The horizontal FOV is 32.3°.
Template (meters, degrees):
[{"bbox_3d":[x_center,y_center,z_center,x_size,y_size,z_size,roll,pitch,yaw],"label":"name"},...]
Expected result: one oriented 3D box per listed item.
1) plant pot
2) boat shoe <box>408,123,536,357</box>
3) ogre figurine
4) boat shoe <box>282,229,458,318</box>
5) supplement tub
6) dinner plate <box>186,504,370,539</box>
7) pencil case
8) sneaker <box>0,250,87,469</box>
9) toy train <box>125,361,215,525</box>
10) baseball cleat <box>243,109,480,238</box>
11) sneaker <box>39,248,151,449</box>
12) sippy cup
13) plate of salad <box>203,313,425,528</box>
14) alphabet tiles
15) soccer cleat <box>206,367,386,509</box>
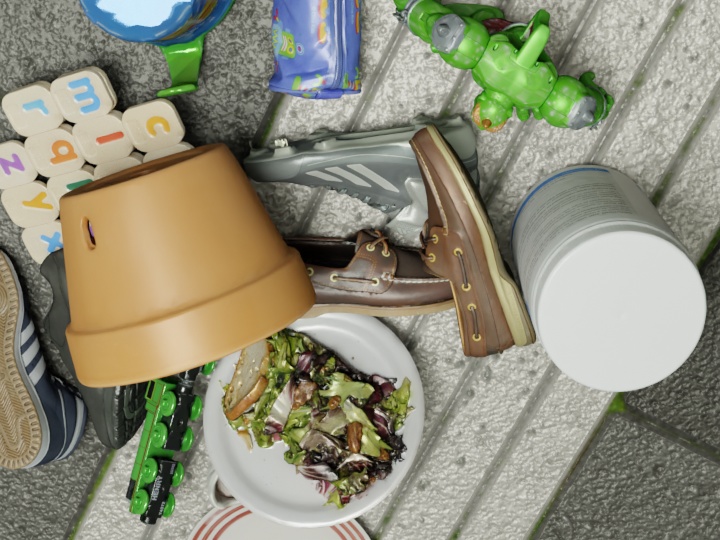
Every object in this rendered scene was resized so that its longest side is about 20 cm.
[{"bbox_3d":[-0.147,-0.013,0.972,0.198,0.200,0.141,-16,102,7],"label":"plant pot"},{"bbox_3d":[0.079,-0.019,1.013,0.067,0.072,0.202,-22,104,6],"label":"boat shoe"},{"bbox_3d":[0.117,-0.167,0.992,0.098,0.120,0.200,-40,103,13],"label":"ogre figurine"},{"bbox_3d":[0.000,0.000,1.077,0.198,0.071,0.071,-3,113,3],"label":"boat shoe"},{"bbox_3d":[0.193,-0.001,1.003,0.130,0.200,0.133,1,109,2],"label":"supplement tub"},{"bbox_3d":[-0.077,0.297,1.204,0.198,0.024,0.202,0,109,1],"label":"dinner plate"},{"bbox_3d":[-0.033,-0.235,0.993,0.077,0.087,0.202,-5,111,-20],"label":"pencil case"},{"bbox_3d":[-0.306,0.081,1.123,0.069,0.108,0.202,-19,77,10],"label":"sneaker"},{"bbox_3d":[-0.170,0.125,1.108,0.041,0.056,0.202,15,92,-40],"label":"toy train"},{"bbox_3d":[0.003,-0.073,1.054,0.198,0.070,0.108,-8,108,5],"label":"baseball cleat"},{"bbox_3d":[-0.236,0.066,1.113,0.090,0.076,0.202,8,115,21],"label":"sneaker"},{"bbox_3d":[-0.164,-0.236,0.972,0.178,0.131,0.140,42,105,-12],"label":"sippy cup"},{"bbox_3d":[-0.043,0.121,1.082,0.198,0.048,0.202,-3,70,7],"label":"plate of salad"},{"bbox_3d":[-0.221,-0.074,1.063,0.194,0.015,0.201,-12,118,21],"label":"alphabet tiles"},{"bbox_3d":[-0.053,0.157,1.128,0.199,0.078,0.070,-31,105,11],"label":"soccer cleat"}]
